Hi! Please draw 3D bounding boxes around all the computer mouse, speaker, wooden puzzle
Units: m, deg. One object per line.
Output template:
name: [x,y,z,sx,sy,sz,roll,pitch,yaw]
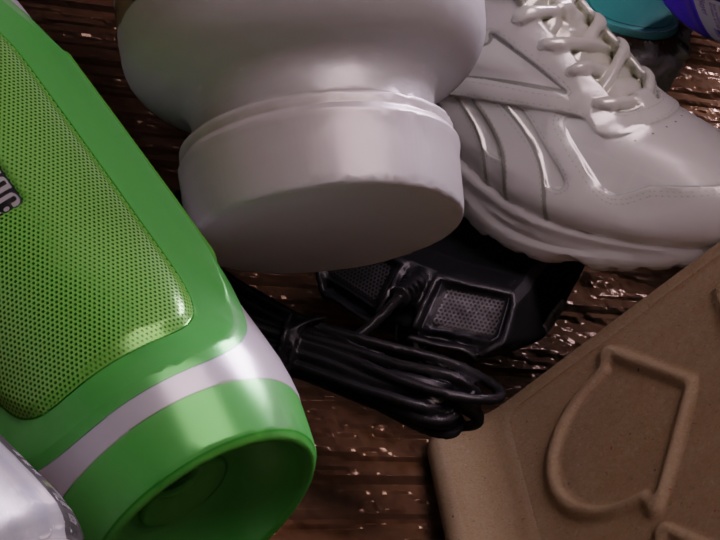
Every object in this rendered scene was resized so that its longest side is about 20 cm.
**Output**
computer mouse: [0.000,0.000,0.821,0.140,0.046,0.200,18,28,12]
speaker: [-0.095,-0.003,0.705,0.088,0.089,0.200,-9,51,-44]
wooden puzzle: [0.121,0.061,0.711,0.046,0.200,0.185,46,18,-32]

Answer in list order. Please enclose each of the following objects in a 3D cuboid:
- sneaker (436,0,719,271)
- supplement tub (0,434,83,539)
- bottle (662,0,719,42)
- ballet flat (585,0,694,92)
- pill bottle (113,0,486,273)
sneaker: [0.050,-0.069,0.811,0.200,0.100,0.078,24,28,20]
supplement tub: [-0.169,0.036,0.565,0.200,0.123,0.122,42,35,15]
bottle: [0.181,-0.084,0.781,0.200,0.084,0.065,30,66,37]
ballet flat: [0.080,-0.116,0.927,0.072,0.072,0.200,21,37,-16]
pill bottle: [-0.022,-0.106,0.752,0.111,0.111,0.201,5,69,-34]
